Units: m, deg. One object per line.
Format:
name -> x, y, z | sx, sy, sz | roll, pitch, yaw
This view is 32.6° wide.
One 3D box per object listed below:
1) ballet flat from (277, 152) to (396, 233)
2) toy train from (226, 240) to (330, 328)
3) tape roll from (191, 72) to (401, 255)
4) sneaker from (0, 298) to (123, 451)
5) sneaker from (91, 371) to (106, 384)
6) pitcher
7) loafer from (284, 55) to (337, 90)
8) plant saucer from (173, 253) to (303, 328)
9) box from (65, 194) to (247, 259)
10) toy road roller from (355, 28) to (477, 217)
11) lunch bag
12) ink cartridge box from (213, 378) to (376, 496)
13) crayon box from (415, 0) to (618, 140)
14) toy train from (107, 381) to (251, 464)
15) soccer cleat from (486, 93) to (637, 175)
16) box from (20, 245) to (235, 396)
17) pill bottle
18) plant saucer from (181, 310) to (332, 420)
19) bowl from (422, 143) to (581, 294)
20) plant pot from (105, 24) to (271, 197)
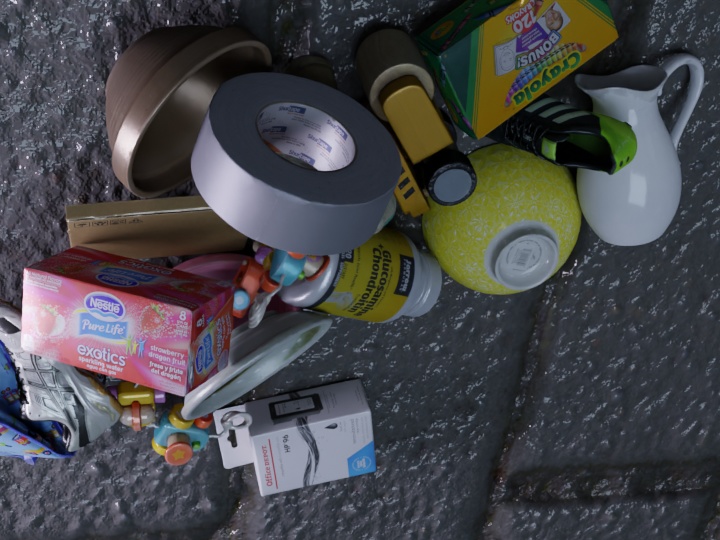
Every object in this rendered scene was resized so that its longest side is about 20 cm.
ballet flat -> -0.059, -0.090, 1.290 | 0.198, 0.063, 0.068 | 17, 133, 8
toy train -> -0.090, 0.008, 1.312 | 0.055, 0.200, 0.151 | 28, 88, -18
tape roll -> -0.062, -0.107, 1.203 | 0.198, 0.201, 0.066 | 9, 131, -21
sneaker -> -0.352, 0.120, 1.352 | 0.088, 0.076, 0.200 | -44, 113, -9
sneaker -> -0.320, 0.089, 1.450 | 0.199, 0.078, 0.112 | -26, 133, 18
pitcher -> 0.332, -0.144, 1.435 | 0.170, 0.121, 0.202 | -18, 118, -18
loafer -> -0.074, -0.135, 1.347 | 0.075, 0.068, 0.201 | 4, 125, -18
plant saucer -> -0.168, 0.053, 1.466 | 0.198, 0.051, 0.202 | -7, 131, -7
box -> -0.219, -0.045, 1.346 | 0.198, 0.022, 0.164 | -6, 166, -13
toy road roller -> 0.027, -0.144, 1.334 | 0.145, 0.123, 0.201 | -26, 129, 6
lunch bag -> -0.433, 0.172, 1.430 | 0.149, 0.095, 0.201 | -4, 140, 27
ink cartridge box -> -0.085, 0.223, 1.612 | 0.198, 0.068, 0.117 | -11, 128, -7
crayon box -> 0.168, -0.247, 1.310 | 0.199, 0.058, 0.119 | -36, 129, -6
toy train -> -0.216, 0.165, 1.471 | 0.149, 0.056, 0.201 | -21, 134, 11
soccer cleat -> 0.204, -0.153, 1.352 | 0.198, 0.081, 0.068 | 17, 124, 24
box -> -0.238, 0.048, 1.266 | 0.198, 0.100, 0.096 | 13, 109, 18
pill bottle -> 0.000, 0.000, 1.428 | 0.199, 0.112, 0.112 | 12, 123, -43
plant saucer -> -0.125, 0.094, 1.387 | 0.199, 0.050, 0.200 | -34, 172, -5
bowl -> 0.181, -0.040, 1.466 | 0.198, 0.108, 0.202 | -8, 128, -10
plant pot -> -0.189, -0.179, 1.240 | 0.201, 0.093, 0.201 | -44, 168, -12
